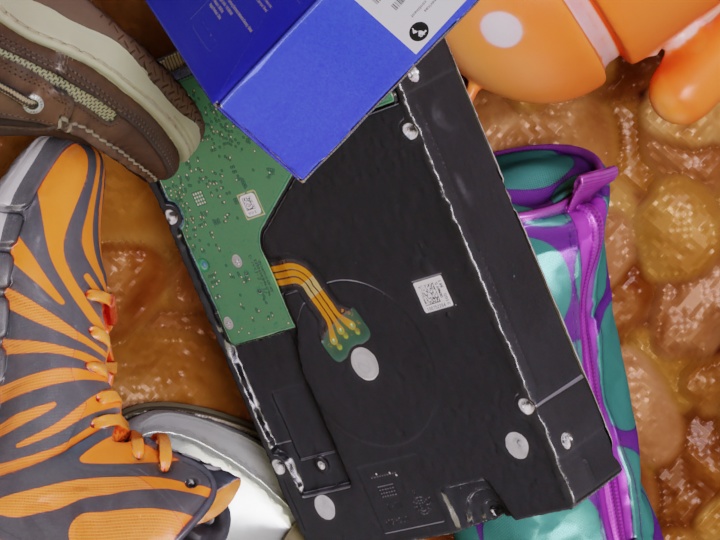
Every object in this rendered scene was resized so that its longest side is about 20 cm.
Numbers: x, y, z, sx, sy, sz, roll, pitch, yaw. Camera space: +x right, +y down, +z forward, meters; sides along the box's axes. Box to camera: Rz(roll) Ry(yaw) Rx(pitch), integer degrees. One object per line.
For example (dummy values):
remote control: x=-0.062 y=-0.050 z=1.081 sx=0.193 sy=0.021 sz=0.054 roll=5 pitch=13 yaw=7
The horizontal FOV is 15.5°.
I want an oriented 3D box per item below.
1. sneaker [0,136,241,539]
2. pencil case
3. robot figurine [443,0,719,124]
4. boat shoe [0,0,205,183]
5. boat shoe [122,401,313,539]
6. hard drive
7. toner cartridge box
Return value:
sneaker: x=-0.093 y=0.050 z=0.963 sx=0.112 sy=0.078 sz=0.201 roll=8 pitch=73 yaw=9
pencil case: x=0.071 y=0.056 z=1.013 sx=0.085 sy=0.092 sz=0.201 roll=-25 pitch=110 yaw=-40
robot figurine: x=0.092 y=-0.137 z=0.950 sx=0.200 sy=0.117 sz=0.144 roll=-35 pitch=131 yaw=4
boat shoe: x=-0.132 y=-0.074 z=0.889 sx=0.075 sy=0.075 sz=0.202 roll=-53 pitch=138 yaw=-4
boat shoe: x=-0.023 y=0.128 z=1.035 sx=0.200 sy=0.068 sz=0.075 roll=40 pitch=100 yaw=-14
hard drive: x=0.000 y=0.000 z=0.962 sx=0.140 sy=0.038 sz=0.200 roll=-18 pitch=99 yaw=44
toner cartridge box: x=-0.028 y=-0.113 z=0.898 sx=0.095 sy=0.200 sz=0.043 roll=-44 pitch=121 yaw=7
